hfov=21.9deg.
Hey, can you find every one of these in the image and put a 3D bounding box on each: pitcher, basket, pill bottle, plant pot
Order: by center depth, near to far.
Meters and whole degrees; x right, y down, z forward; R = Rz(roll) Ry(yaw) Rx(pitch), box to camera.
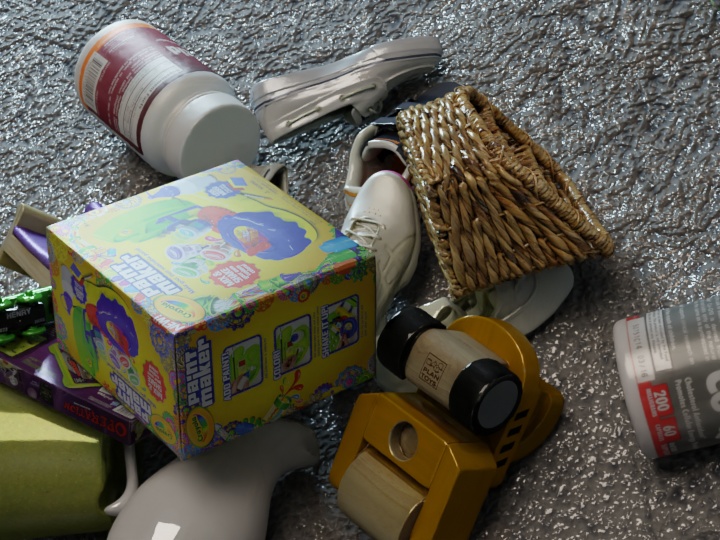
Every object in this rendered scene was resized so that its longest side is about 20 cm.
[{"bbox_3d":[0.307,0.072,1.458,0.199,0.114,0.114,-15,48,12],"label":"pill bottle"},{"bbox_3d":[-0.151,0.193,1.542,0.171,0.122,0.200,23,56,14],"label":"pitcher"},{"bbox_3d":[0.120,-0.088,1.609,0.148,0.143,0.200,-16,23,1],"label":"basket"},{"bbox_3d":[-0.292,0.158,1.612,0.183,0.201,0.201,1,51,9],"label":"plant pot"},{"bbox_3d":[-0.194,-0.166,1.877,0.114,0.114,0.200,-40,48,-12],"label":"pill bottle"}]

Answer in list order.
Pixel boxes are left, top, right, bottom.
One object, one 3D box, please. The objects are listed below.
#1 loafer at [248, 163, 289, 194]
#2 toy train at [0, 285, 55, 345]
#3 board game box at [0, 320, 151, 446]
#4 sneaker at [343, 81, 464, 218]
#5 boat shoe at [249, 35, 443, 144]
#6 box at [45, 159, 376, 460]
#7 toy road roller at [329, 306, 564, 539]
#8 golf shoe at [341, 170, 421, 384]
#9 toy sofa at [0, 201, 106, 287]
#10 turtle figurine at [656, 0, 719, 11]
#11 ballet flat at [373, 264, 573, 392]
[{"bbox_3d":[-0.093,-0.028,1.747,0.069,0.070,0.201,-22,46,16],"label":"loafer"},{"bbox_3d":[-0.245,0.023,1.600,0.199,0.042,0.056,-14,19,-33],"label":"toy train"},{"bbox_3d":[-0.233,0.079,1.567,0.199,0.032,0.120,23,34,27],"label":"board game box"},{"bbox_3d":[0.048,-0.118,1.756,0.078,0.080,0.201,7,54,33],"label":"sneaker"},{"bbox_3d":[-0.008,-0.174,1.844,0.199,0.074,0.067,-17,81,-2],"label":"boat shoe"},{"bbox_3d":[-0.121,0.027,1.510,0.192,0.123,0.200,-22,38,-31],"label":"box"},{"bbox_3d":[0.081,0.135,1.522,0.123,0.146,0.201,34,108,40],"label":"toy road roller"},{"bbox_3d":[0.000,0.000,1.636,0.075,0.092,0.201,9,75,23],"label":"golf shoe"},{"bbox_3d":[-0.258,-0.005,1.746,0.200,0.083,0.098,36,100,51],"label":"toy sofa"},{"bbox_3d":[0.370,-0.317,1.745,0.193,0.200,0.145,3,87,20],"label":"turtle figurine"},{"bbox_3d":[0.096,0.039,1.612,0.199,0.070,0.070,-31,46,-4],"label":"ballet flat"}]
